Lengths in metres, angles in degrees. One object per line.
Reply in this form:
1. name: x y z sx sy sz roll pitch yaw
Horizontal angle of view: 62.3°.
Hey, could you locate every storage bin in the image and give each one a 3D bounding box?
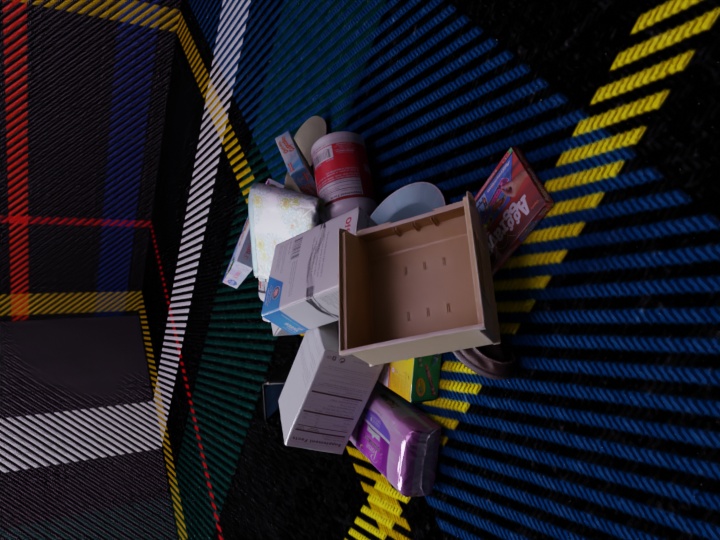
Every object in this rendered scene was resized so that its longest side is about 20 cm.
1. storage bin: 0.076 0.012 0.812 0.196 0.093 0.204 -14 63 24

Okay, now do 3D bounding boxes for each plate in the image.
1. plate: 0.068 -0.055 0.987 0.198 0.025 0.204 -31 41 31

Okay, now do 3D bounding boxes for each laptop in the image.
1. laptop: -0.109 0.222 1.244 0.197 0.177 0.105 -13 110 46

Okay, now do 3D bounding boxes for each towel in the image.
1. towel: -0.138 -0.057 1.142 0.168 0.048 0.205 15 119 29

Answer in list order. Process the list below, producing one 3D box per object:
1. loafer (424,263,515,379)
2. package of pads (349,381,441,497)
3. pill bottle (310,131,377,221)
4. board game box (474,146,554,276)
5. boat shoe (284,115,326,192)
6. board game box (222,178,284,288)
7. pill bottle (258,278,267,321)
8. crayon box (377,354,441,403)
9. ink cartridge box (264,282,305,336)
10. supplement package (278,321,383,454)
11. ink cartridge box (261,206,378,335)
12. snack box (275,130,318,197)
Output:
1. loafer: 0.149 0.065 0.838 0.201 0.072 0.072 51 127 28
2. package of pads: 0.056 0.283 1.024 0.199 0.074 0.124 26 110 58
3. pill bottle: -0.028 -0.148 1.133 0.112 0.110 0.205 -35 61 55
4. board game box: 0.186 -0.062 0.845 0.202 0.019 0.105 -59 43 43
5. boat shoe: -0.121 -0.243 1.337 0.063 0.072 0.207 -10 -63 -77
6. board game box: -0.244 -0.078 1.340 0.199 0.040 0.205 -34 37 64
7. pill bottle: -0.185 0.015 1.412 0.115 0.113 0.206 9 98 60
8. crayon box: 0.082 0.101 0.993 0.118 0.057 0.206 19 107 59
9. ink cartridge box: -0.129 0.028 1.281 0.086 0.144 0.205 -45 52 54
10. supplement package: -0.057 0.199 1.047 0.204 0.115 0.118 -66 24 22
11. ink cartridge box: -0.060 0.005 0.989 0.197 0.083 0.148 -20 47 35
12. snack box: -0.105 -0.176 1.223 0.118 0.036 0.201 65 -176 38
